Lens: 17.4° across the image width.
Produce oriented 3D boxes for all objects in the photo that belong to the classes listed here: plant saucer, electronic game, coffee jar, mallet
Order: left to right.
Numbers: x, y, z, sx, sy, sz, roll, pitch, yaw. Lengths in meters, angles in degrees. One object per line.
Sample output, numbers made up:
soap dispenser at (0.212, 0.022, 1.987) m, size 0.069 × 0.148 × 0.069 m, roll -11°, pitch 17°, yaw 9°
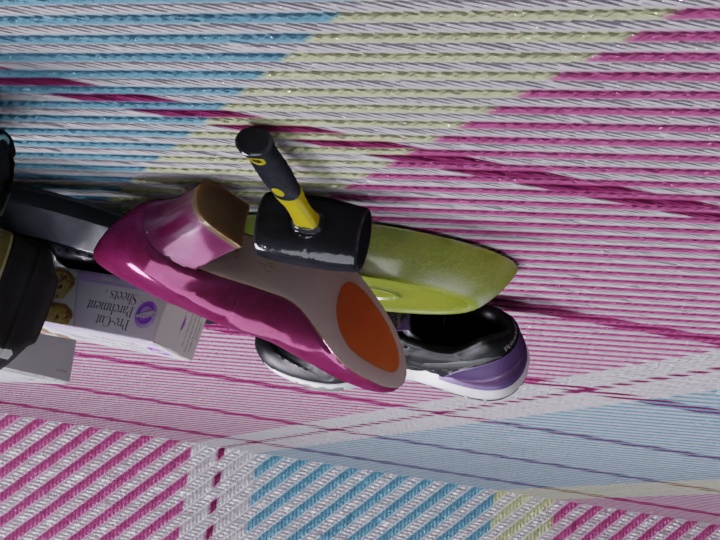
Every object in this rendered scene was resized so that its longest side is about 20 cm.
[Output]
coffee jar at (-0.284, -0.007, 1.417) m, size 0.200 × 0.085 × 0.104 m, roll 24°, pitch 166°, yaw -14°
electronic game at (-0.158, -0.012, 1.502) m, size 0.200 × 0.042 × 0.200 m, roll 17°, pitch 169°, yaw 3°
mallet at (-0.048, -0.042, 1.272) m, size 0.066 × 0.041 × 0.200 m, roll 8°, pitch 167°, yaw 18°
plant saucer at (0.000, 0.000, 1.508) m, size 0.200 × 0.031 × 0.200 m, roll 9°, pitch 171°, yaw 1°

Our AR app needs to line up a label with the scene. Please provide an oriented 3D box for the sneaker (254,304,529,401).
sneaker at (0.019, 0.039, 1.684) m, size 0.200 × 0.076 × 0.088 m, roll 2°, pitch 156°, yaw 11°

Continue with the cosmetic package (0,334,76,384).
cosmetic package at (-0.287, 0.022, 1.666) m, size 0.200 × 0.108 × 0.085 m, roll -2°, pitch 167°, yaw 45°

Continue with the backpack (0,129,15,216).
backpack at (-0.297, -0.026, 1.219) m, size 0.200 × 0.153 × 0.176 m, roll 17°, pitch 174°, yaw -16°

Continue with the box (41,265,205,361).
box at (-0.182, 0.021, 1.490) m, size 0.200 × 0.041 × 0.039 m, roll 9°, pitch 166°, yaw 40°

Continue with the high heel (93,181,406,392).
high heel at (-0.064, 0.023, 1.413) m, size 0.096 × 0.067 × 0.200 m, roll -24°, pitch 135°, yaw 38°
